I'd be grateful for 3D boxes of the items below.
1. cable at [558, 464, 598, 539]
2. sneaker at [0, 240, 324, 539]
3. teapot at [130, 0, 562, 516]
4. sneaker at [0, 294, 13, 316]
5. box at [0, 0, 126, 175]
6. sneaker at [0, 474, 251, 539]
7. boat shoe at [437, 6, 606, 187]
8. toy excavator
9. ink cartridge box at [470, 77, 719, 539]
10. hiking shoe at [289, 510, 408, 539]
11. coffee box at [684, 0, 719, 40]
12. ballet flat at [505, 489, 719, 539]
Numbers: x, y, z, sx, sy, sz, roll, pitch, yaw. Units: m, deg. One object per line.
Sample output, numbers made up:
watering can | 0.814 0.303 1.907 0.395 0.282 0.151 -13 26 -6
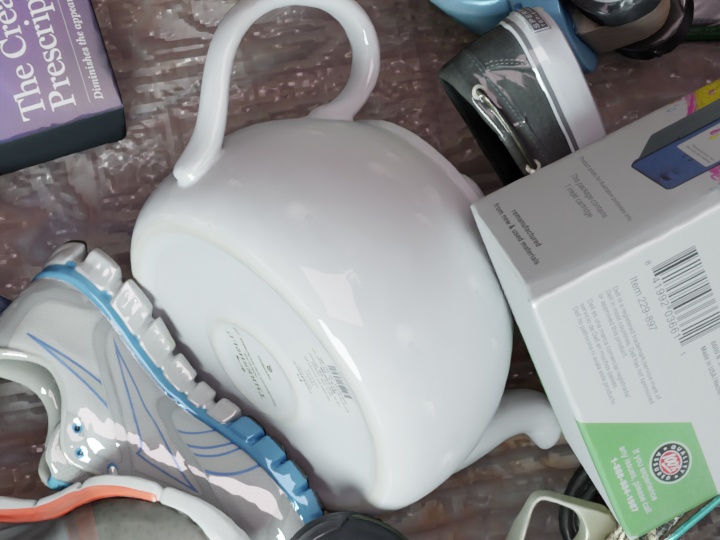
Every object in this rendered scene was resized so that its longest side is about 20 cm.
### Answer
cable | 0.161 0.051 1.242 0.097 0.050 0.201 20 92 -12
sneaker | -0.098 0.086 1.162 0.200 0.075 0.087 45 61 7
teapot | 0.000 0.000 1.158 0.197 0.200 0.146 40 63 18
sneaker | -0.255 0.014 1.177 0.199 0.070 0.109 24 84 -9
box | -0.206 -0.143 1.206 0.140 0.079 0.201 -18 83 -6
sneaker | -0.135 0.145 1.129 0.199 0.077 0.082 -6 47 31
boat shoe | 0.092 -0.022 1.162 0.056 0.069 0.201 -28 111 -10
toy excavator | 0.039 -0.174 1.212 0.199 0.100 0.196 -16 79 13
ink cartridge box | 0.168 0.000 1.098 0.199 0.088 0.146 -27 124 -1
hiking shoe | 0.032 0.193 1.129 0.076 0.101 0.201 -35 118 -11
coffee box | 0.175 -0.215 1.273 0.122 0.044 0.201 0 81 -6
ballet flat | 0.115 0.120 1.184 0.075 0.068 0.200 39 96 0
